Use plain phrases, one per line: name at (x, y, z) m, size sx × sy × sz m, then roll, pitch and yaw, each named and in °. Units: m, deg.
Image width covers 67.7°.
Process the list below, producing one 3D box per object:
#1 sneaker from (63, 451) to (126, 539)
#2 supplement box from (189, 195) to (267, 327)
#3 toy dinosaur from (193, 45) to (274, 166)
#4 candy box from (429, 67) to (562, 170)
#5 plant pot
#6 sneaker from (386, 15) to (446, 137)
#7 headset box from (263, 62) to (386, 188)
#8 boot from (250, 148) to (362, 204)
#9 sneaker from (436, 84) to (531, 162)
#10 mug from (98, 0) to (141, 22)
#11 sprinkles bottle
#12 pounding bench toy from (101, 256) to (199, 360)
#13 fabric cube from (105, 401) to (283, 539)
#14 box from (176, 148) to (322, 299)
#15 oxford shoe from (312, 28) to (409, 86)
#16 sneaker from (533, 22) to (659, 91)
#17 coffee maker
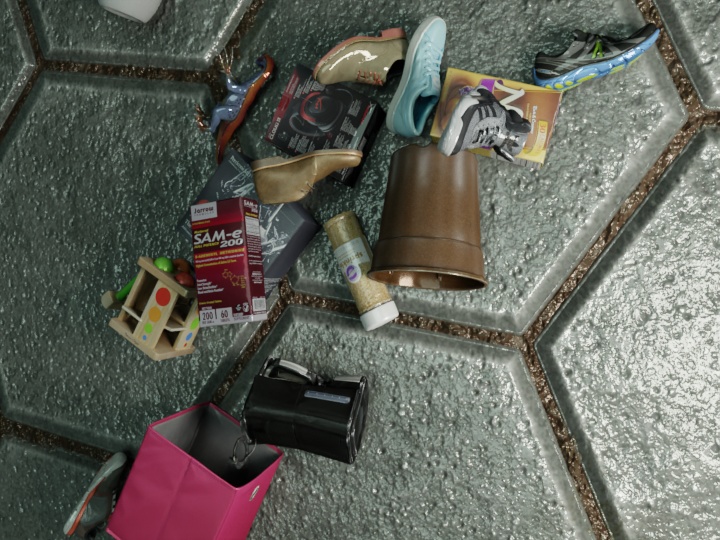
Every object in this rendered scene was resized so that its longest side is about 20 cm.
sneaker at (-0.521, 0.464, 1.099) m, size 0.081 × 0.077 × 0.202 m, roll 34°, pitch 99°, yaw -13°
supplement box at (-0.224, -0.013, 0.916) m, size 0.105 × 0.061 × 0.209 m, roll -7°, pitch 87°, yaw 16°
toy dinosaur at (-0.236, -0.335, 1.049) m, size 0.176 × 0.106 × 0.205 m, roll -20°, pitch 120°, yaw 1°
candy box at (0.225, -0.256, 0.905) m, size 0.193 × 0.056 × 0.121 m, roll 17°, pitch 92°, yaw 14°
plant pot at (0.113, -0.083, 0.868) m, size 0.192 × 0.200 × 0.207 m, roll 3°, pitch 82°, yaw 15°
sneaker at (0.115, -0.325, 0.919) m, size 0.081 × 0.072 × 0.207 m, roll 31°, pitch 108°, yaw 42°
headset box at (-0.073, -0.267, 0.979) m, size 0.196 × 0.075 × 0.153 m, roll 28°, pitch 96°, yaw 15°
boot at (-0.086, -0.158, 0.902) m, size 0.192 × 0.073 × 0.079 m, roll -10°, pitch 88°, yaw 11°
sneaker at (0.190, -0.205, 0.796) m, size 0.112 × 0.201 × 0.077 m, roll 32°, pitch 131°, yaw 7°
mug at (-0.468, -0.607, 1.081) m, size 0.198 × 0.144 × 0.182 m, roll 27°, pitch 105°, yaw 45°
sprinkles bottle at (0.000, 0.000, 0.954) m, size 0.067 × 0.068 × 0.206 m, roll -25°, pitch 81°, yaw 13°
pounding bench toy at (-0.396, 0.044, 1.036) m, size 0.196 × 0.124 × 0.160 m, roll 30°, pitch 96°, yaw 15°
fabric cube at (-0.286, 0.391, 0.957) m, size 0.195 × 0.196 × 0.205 m, roll 27°, pitch 95°, yaw 14°
box at (-0.205, -0.082, 0.997) m, size 0.199 × 0.104 × 0.184 m, roll 42°, pitch 98°, yaw 12°
oxford shoe at (0.011, -0.353, 0.924) m, size 0.195 × 0.071 × 0.077 m, roll -26°, pitch 81°, yaw -17°
sneaker at (0.373, -0.352, 0.857) m, size 0.193 × 0.071 × 0.086 m, roll -15°, pitch 90°, yaw 18°
coffee maker at (-0.093, 0.261, 0.921) m, size 0.192 × 0.136 × 0.198 m, roll 7°, pitch 66°, yaw 15°
